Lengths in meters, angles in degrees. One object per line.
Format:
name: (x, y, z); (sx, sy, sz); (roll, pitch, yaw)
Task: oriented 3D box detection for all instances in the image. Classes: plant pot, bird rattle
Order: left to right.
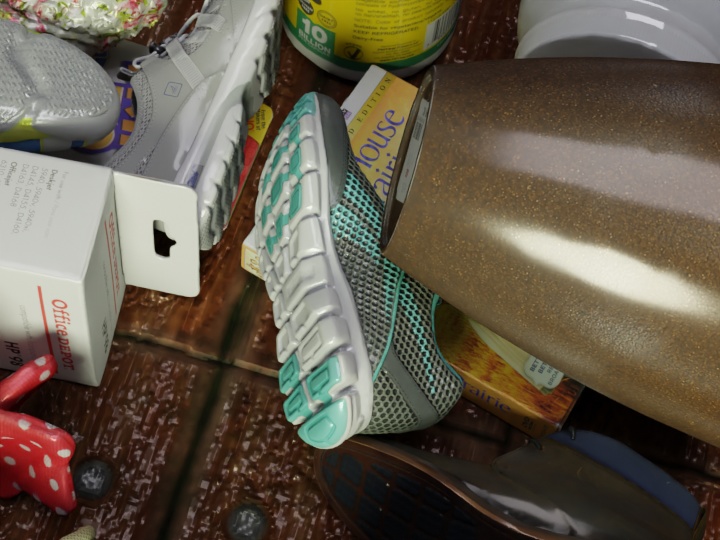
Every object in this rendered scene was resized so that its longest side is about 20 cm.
bird rattle: (-0.234, 0.074, 0.728); (0.197, 0.163, 0.114); (8, 78, 10)
plant pot: (0.116, -0.028, 0.759); (0.197, 0.187, 0.189); (16, 60, -5)

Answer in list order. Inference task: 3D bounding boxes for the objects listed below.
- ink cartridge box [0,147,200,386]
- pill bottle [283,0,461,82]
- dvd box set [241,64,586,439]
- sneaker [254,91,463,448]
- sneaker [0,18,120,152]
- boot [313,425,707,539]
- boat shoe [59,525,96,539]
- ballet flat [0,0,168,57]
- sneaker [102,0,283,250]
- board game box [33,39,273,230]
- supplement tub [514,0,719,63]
ink cartridge box: (-0.184, -0.005, 0.792); (0.197, 0.116, 0.067); (11, 60, 1)
pill bottle: (0.011, -0.207, 0.873); (0.111, 0.201, 0.114); (2, 60, -4)
dvd box set: (0.054, -0.013, 0.867); (0.199, 0.030, 0.147); (30, 63, 11)
sneaker: (0.000, 0.000, 0.808); (0.090, 0.078, 0.202); (6, 59, -26)
sneaker: (-0.226, -0.078, 0.839); (0.197, 0.106, 0.076); (10, 49, -1)
boot: (0.078, 0.119, 0.789); (0.198, 0.075, 0.097); (26, 37, 20)
boat shoe: (-0.133, 0.155, 0.716); (0.200, 0.075, 0.076); (16, 87, -3)
ballet flat: (-0.206, -0.134, 0.872); (0.197, 0.076, 0.065); (4, 90, 3)
sneaker: (-0.091, -0.112, 0.855); (0.081, 0.075, 0.202); (14, 59, 3)
board game box: (-0.155, -0.091, 0.896); (0.198, 0.030, 0.096); (19, 61, 3)
supplement tub: (0.171, -0.167, 0.901); (0.139, 0.141, 0.202); (19, 61, 6)
